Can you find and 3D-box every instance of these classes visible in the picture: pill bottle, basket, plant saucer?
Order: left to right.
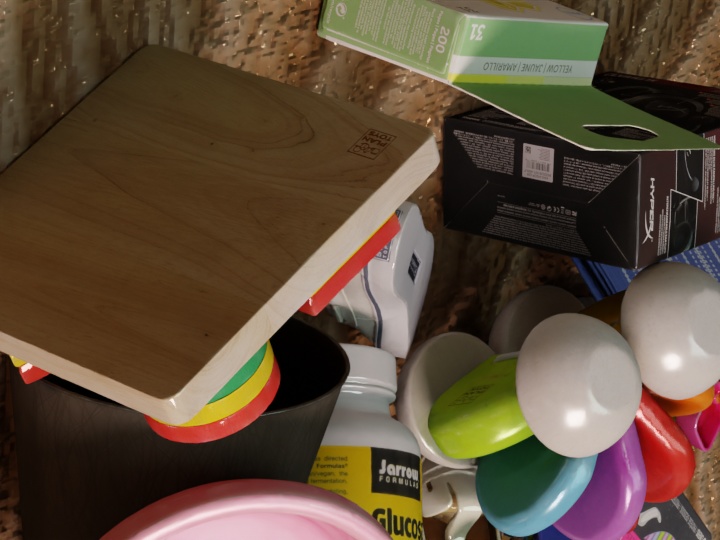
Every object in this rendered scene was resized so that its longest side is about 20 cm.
[{"bbox_3d":[-0.107,0.129,1.348,0.180,0.136,0.200,2,117,-15],"label":"basket"},{"bbox_3d":[-0.071,0.182,1.286,0.200,0.051,0.201,-10,125,-15],"label":"plant saucer"},{"bbox_3d":[-0.020,0.147,1.447,0.112,0.112,0.201,17,68,-54],"label":"pill bottle"}]

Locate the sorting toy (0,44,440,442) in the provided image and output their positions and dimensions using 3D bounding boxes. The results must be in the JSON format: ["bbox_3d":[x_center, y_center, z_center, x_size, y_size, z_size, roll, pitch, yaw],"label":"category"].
[{"bbox_3d":[-0.089,-0.006,1.243,0.199,0.200,0.070,-46,136,-28],"label":"sorting toy"}]

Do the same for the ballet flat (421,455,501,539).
[{"bbox_3d":[0.067,0.171,1.569,0.067,0.200,0.062,-2,154,-20],"label":"ballet flat"}]

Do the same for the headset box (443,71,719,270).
[{"bbox_3d":[0.170,-0.068,1.591,0.200,0.149,0.077,-18,114,-48],"label":"headset box"}]

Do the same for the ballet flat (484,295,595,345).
[{"bbox_3d":[0.116,0.062,1.688,0.200,0.046,0.068,-21,92,-52],"label":"ballet flat"}]

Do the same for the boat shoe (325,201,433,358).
[{"bbox_3d":[0.000,0.000,1.478,0.200,0.070,0.071,63,41,-76],"label":"boat shoe"}]

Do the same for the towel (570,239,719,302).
[{"bbox_3d":[0.212,0.009,1.721,0.024,0.145,0.200,-41,158,32],"label":"towel"}]

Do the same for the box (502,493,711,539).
[{"bbox_3d":[0.137,0.223,1.737,0.200,0.106,0.122,-58,143,-14],"label":"box"}]

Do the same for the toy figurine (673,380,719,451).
[{"bbox_3d":[0.317,0.083,1.834,0.200,0.184,0.150,-54,142,-20],"label":"toy figurine"}]

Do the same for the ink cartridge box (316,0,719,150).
[{"bbox_3d":[0.095,-0.121,1.427,0.145,0.200,0.048,-4,113,-51],"label":"ink cartridge box"}]

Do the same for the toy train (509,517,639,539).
[{"bbox_3d":[0.131,0.232,1.593,0.116,0.084,0.201,111,-24,-63],"label":"toy train"}]

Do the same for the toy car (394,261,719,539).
[{"bbox_3d":[0.133,0.089,1.529,0.200,0.175,0.150,-25,99,-37],"label":"toy car"}]
